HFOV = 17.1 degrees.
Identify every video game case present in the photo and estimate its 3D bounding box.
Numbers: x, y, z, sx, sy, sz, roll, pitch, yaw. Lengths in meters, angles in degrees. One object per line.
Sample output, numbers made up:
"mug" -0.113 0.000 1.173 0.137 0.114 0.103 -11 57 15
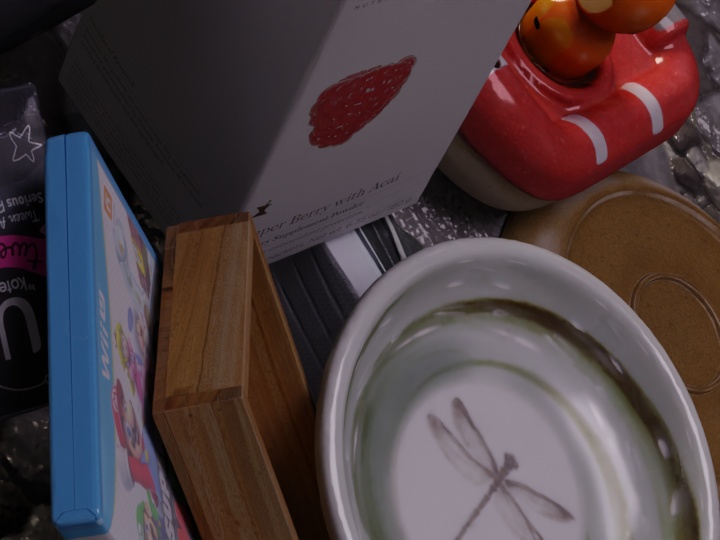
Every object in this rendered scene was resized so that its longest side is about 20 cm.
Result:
"video game case" -0.072 0.063 0.846 0.200 0.018 0.144 66 16 -58

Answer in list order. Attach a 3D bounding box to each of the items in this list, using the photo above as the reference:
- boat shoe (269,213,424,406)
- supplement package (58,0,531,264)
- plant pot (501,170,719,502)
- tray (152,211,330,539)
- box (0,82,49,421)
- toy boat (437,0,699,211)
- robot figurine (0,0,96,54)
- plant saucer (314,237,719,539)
"boat shoe" 0.000 0.000 1.046 0.071 0.072 0.201 -11 71 -39
"supplement package" -0.020 -0.109 0.941 0.121 0.200 0.120 -23 67 -33
"plant pot" 0.152 0.035 1.189 0.199 0.027 0.201 21 54 -31
"tray" -0.034 0.087 0.897 0.099 0.037 0.201 -91 167 -49
"box" -0.210 0.017 0.805 0.199 0.132 0.116 -15 92 -45
"toy boat" 0.103 -0.117 1.156 0.131 0.131 0.200 53 43 7
"robot figurine" -0.158 -0.131 0.841 0.151 0.199 0.125 64 4 6
"plant saucer" 0.056 0.089 0.966 0.199 0.050 0.201 14 64 -31
